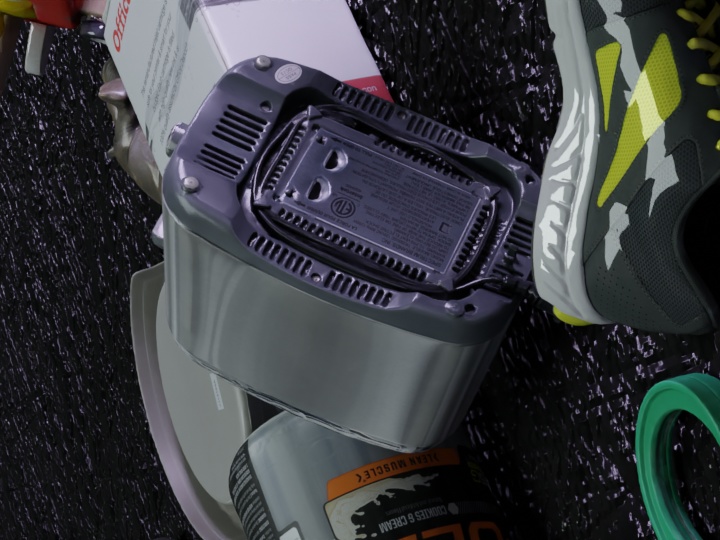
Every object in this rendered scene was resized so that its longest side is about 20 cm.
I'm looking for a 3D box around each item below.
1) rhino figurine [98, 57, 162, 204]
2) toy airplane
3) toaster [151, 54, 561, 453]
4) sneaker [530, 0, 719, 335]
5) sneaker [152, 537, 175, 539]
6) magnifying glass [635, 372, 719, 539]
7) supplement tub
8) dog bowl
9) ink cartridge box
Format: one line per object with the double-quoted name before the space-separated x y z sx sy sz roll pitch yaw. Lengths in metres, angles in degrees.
"rhino figurine" -0.124 -0.083 1.386 0.200 0.060 0.088 38 152 60
"toy airplane" -0.230 -0.192 1.467 0.200 0.141 0.199 -96 27 -44
"toaster" 0.000 0.000 1.027 0.129 0.199 0.114 105 -171 -55
"sneaker" 0.119 -0.069 0.834 0.084 0.074 0.201 17 115 36
"sneaker" -0.147 0.284 1.565 0.200 0.115 0.075 65 155 26
"magnifying glass" 0.151 0.141 0.916 0.080 0.022 0.201 174 85 -67
"supplement tub" 0.022 0.163 1.095 0.201 0.122 0.123 67 155 22
"dog bowl" -0.078 0.067 1.362 0.200 0.058 0.201 45 142 51
"ink cartridge box" -0.060 -0.099 1.198 0.200 0.083 0.144 65 155 24
